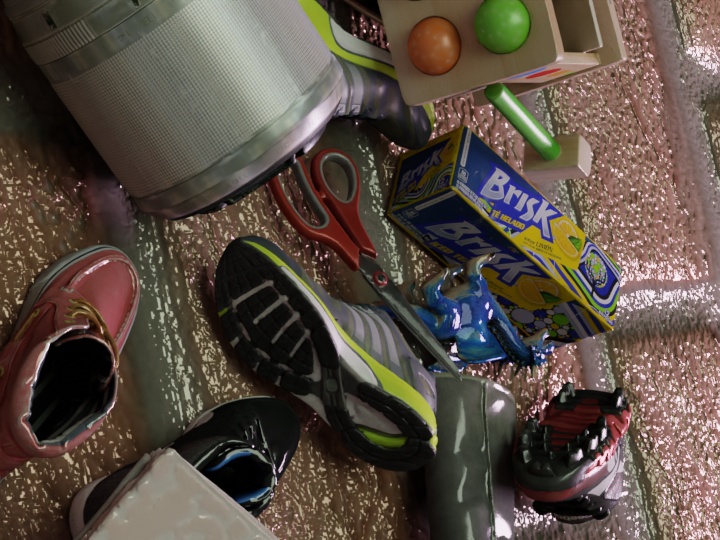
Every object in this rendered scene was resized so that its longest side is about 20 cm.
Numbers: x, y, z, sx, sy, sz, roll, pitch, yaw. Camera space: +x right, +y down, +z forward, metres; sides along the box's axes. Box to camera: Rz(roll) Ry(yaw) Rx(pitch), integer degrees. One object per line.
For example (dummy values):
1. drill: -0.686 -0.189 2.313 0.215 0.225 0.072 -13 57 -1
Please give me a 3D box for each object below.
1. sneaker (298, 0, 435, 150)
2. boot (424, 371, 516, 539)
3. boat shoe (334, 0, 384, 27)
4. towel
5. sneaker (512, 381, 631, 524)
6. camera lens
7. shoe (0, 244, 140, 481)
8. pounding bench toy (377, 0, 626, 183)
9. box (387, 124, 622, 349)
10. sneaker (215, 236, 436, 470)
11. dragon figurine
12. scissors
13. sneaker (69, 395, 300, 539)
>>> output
1. sneaker: -0.028 -0.131 1.458 0.200 0.074 0.081 30 69 -34
2. boot: 0.060 0.169 1.425 0.182 0.072 0.201 26 63 -55
3. boat shoe: -0.001 -0.237 1.513 0.200 0.072 0.068 27 55 -38
4. towel: -0.115 0.229 1.172 0.200 0.032 0.191 -49 116 -9
5. sneaker: 0.158 0.150 1.510 0.200 0.070 0.099 -29 124 -71
6. camera lens: -0.118 -0.145 1.283 0.200 0.160 0.160 55 43 -16
7. shoe: -0.168 0.048 1.205 0.072 0.091 0.200 53 44 -19
8. pounding bench toy: 0.105 -0.158 1.460 0.156 0.124 0.201 -12 87 -63
9. box: 0.113 -0.022 1.556 0.200 0.070 0.065 39 47 -32
10. sneaker: -0.021 0.048 1.379 0.200 0.074 0.081 48 30 -20
11. dragon figurine: 0.069 0.048 1.489 0.200 0.059 0.100 -18 88 -50
12. scissors: 0.000 0.000 1.428 0.073 0.014 0.201 -19 77 -36
13. sneaker: -0.076 0.126 1.261 0.200 0.112 0.073 -28 97 -49
